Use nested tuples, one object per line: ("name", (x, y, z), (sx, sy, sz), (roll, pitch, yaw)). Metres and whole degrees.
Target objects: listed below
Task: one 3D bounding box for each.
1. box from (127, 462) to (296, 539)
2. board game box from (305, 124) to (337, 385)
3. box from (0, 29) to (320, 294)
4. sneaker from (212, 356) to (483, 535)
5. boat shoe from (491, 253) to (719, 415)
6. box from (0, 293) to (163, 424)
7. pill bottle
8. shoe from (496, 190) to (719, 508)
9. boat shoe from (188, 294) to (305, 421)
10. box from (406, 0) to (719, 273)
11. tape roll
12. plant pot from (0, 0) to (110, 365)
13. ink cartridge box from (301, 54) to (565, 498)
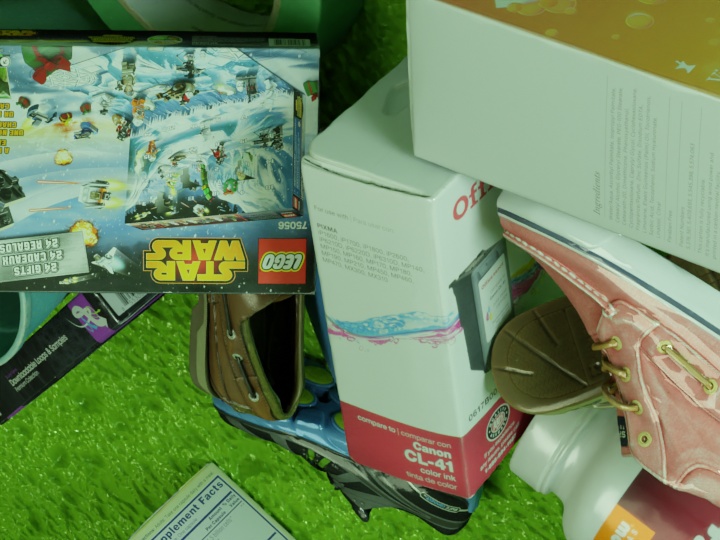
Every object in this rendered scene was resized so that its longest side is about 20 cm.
("box", (-0.088, 0.270, 1.597), (0.200, 0.097, 0.176), (42, 143, 8))
("board game box", (0.000, 0.000, 1.276), (0.158, 0.039, 0.201), (-123, 19, -51))
("box", (-0.121, -0.057, 1.179), (0.199, 0.040, 0.138), (1, 109, -4))
("sneaker", (-0.013, 0.114, 1.403), (0.199, 0.071, 0.083), (21, 130, 26))
("boat shoe", (0.166, 0.027, 1.124), (0.199, 0.063, 0.074), (-13, 75, 18))
("box", (-0.153, 0.018, 1.394), (0.036, 0.143, 0.200), (50, 143, -1))
("pill bottle", (0.183, 0.133, 1.192), (0.200, 0.113, 0.113), (36, 142, 14))
("shoe", (0.135, 0.041, 1.057), (0.200, 0.091, 0.071), (32, -176, 10))
("boat shoe", (-0.059, -0.004, 1.302), (0.068, 0.072, 0.201), (26, 133, 37))
("box", (0.137, -0.091, 1.028), (0.199, 0.124, 0.098), (22, 136, 29))
("tape roll", (-0.088, -0.191, 1.222), (0.200, 0.048, 0.201), (26, 137, 26))
("plant pot", (-0.214, -0.076, 1.332), (0.200, 0.188, 0.201), (26, 139, 25))
("ink cartridge box", (0.052, -0.005, 1.169), (0.085, 0.148, 0.201), (19, 135, 29))
